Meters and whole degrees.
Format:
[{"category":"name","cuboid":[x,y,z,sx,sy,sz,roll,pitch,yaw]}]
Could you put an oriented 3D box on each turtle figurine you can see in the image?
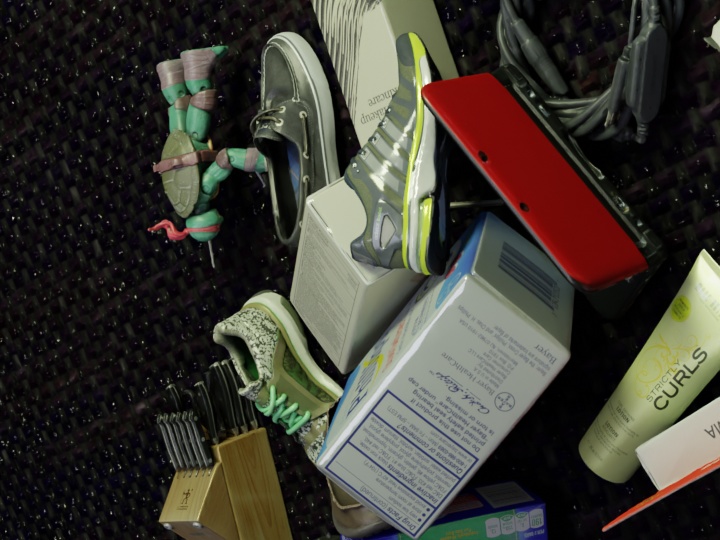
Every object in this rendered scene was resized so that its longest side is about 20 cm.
[{"category":"turtle figurine","cuboid":[-0.144,-0.103,1.626,0.149,0.100,0.202,-8,92,44]}]

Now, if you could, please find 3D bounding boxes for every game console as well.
[{"category":"game console","cuboid":[0.126,-0.048,1.330,0.201,0.118,0.173,53,155,15]}]

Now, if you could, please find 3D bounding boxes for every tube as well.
[{"category":"tube","cuboid":[0.239,0.082,1.355,0.058,0.052,0.201,29,123,-4]}]

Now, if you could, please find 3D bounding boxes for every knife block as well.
[{"category":"knife block","cuboid":[-0.122,0.194,1.730,0.064,0.177,0.200,-8,142,45]}]

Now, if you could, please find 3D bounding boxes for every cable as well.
[{"category":"cable","cuboid":[0.173,-0.201,1.333,0.162,0.051,0.202,23,122,42]}]

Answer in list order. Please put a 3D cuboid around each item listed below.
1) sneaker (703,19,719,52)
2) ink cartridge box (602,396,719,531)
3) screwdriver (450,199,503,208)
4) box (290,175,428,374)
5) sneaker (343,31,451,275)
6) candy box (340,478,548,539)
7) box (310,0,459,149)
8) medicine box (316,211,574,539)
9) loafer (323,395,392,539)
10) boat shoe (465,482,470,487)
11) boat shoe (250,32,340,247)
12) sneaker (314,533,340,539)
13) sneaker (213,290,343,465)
[{"category":"sneaker","cuboid":[0.330,-0.175,1.176,0.199,0.077,0.090,17,106,36]},{"category":"ink cartridge box","cuboid":[0.274,0.105,1.240,0.200,0.173,0.044,-40,76,42]},{"category":"screwdriver","cuboid":[0.056,-0.056,1.493,0.199,0.029,0.028,-5,114,45]},{"category":"box","cuboid":[0.000,0.000,1.472,0.095,0.077,0.200,54,161,16]},{"category":"sneaker","cuboid":[0.027,-0.094,1.361,0.080,0.074,0.202,-2,71,14]},{"category":"candy box","cuboid":[0.078,0.298,1.486,0.077,0.167,0.202,-142,44,-69]},{"category":"box","cuboid":[0.017,-0.207,1.457,0.082,0.068,0.202,-21,88,45]},{"category":"medicine box","cuboid":[0.071,0.079,1.365,0.103,0.182,0.200,37,108,-4]},{"category":"loafer","cuboid":[-0.004,0.163,1.466,0.200,0.072,0.072,-126,15,-71]},{"category":"boat shoe","cuboid":[0.074,0.146,1.519,0.063,0.070,0.202,21,125,38]},{"category":"boat shoe","cuboid":[-0.067,-0.116,1.551,0.070,0.066,0.202,-12,85,48]},{"category":"sneaker","cuboid":[0.028,0.315,1.616,0.199,0.066,0.091,13,115,44]},{"category":"sneaker","cuboid":[-0.076,0.119,1.621,0.201,0.088,0.077,56,133,14]}]
